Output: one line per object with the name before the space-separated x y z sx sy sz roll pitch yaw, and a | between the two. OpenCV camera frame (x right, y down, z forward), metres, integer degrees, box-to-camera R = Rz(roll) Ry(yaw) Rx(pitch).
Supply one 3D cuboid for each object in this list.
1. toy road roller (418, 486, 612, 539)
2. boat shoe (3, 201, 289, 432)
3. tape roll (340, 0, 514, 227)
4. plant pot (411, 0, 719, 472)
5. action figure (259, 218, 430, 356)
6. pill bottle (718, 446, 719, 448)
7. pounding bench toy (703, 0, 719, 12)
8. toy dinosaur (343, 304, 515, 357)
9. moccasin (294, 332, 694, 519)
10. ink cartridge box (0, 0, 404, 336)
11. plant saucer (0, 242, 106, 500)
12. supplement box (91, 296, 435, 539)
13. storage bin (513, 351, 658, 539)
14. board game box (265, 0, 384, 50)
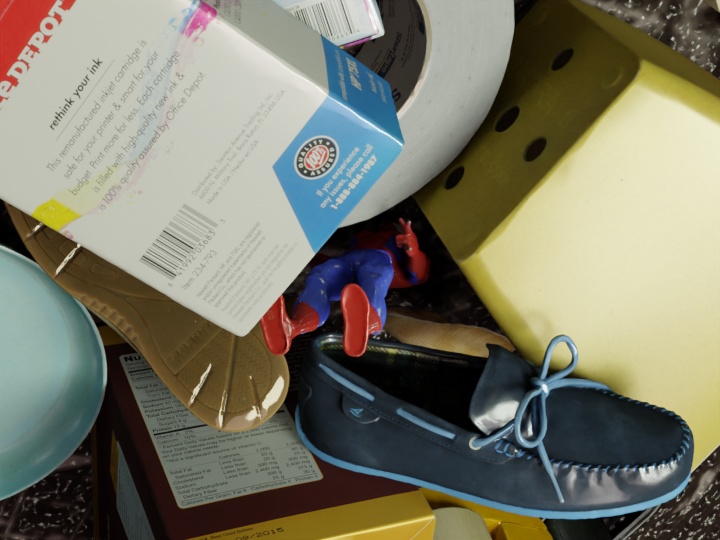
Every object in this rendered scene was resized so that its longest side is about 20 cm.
toy road roller | 0.079 0.229 0.853 0.200 0.123 0.146 19 125 -36
boat shoe | -0.114 -0.001 0.704 0.073 0.063 0.200 -36 92 -9
tape roll | -0.025 -0.119 0.704 0.200 0.066 0.201 -13 128 -18
plant pot | 0.137 -0.034 0.774 0.176 0.200 0.200 35 104 -28
action figure | 0.000 0.000 0.741 0.065 0.200 0.052 -5 98 13
pill bottle | 0.273 0.077 0.904 0.112 0.200 0.113 -14 129 -18
pounding bench toy | 0.202 -0.247 0.663 0.200 0.156 0.124 -28 130 -5
toy dinosaur | 0.037 0.040 0.818 0.200 0.101 0.058 25 67 -41
moccasin | 0.062 0.072 0.681 0.199 0.081 0.068 4 124 10
ink cartridge box | -0.096 -0.075 0.565 0.200 0.067 0.116 33 113 -22
plant saucer | -0.234 0.051 0.731 0.199 0.027 0.201 -7 130 -9
supplement box | -0.067 0.156 0.792 0.132 0.200 0.198 -8 126 -20
storage bin | 0.086 0.160 0.943 0.200 0.094 0.135 -43 131 8
board game box | -0.114 -0.164 0.581 0.199 0.041 0.200 -17 117 5
